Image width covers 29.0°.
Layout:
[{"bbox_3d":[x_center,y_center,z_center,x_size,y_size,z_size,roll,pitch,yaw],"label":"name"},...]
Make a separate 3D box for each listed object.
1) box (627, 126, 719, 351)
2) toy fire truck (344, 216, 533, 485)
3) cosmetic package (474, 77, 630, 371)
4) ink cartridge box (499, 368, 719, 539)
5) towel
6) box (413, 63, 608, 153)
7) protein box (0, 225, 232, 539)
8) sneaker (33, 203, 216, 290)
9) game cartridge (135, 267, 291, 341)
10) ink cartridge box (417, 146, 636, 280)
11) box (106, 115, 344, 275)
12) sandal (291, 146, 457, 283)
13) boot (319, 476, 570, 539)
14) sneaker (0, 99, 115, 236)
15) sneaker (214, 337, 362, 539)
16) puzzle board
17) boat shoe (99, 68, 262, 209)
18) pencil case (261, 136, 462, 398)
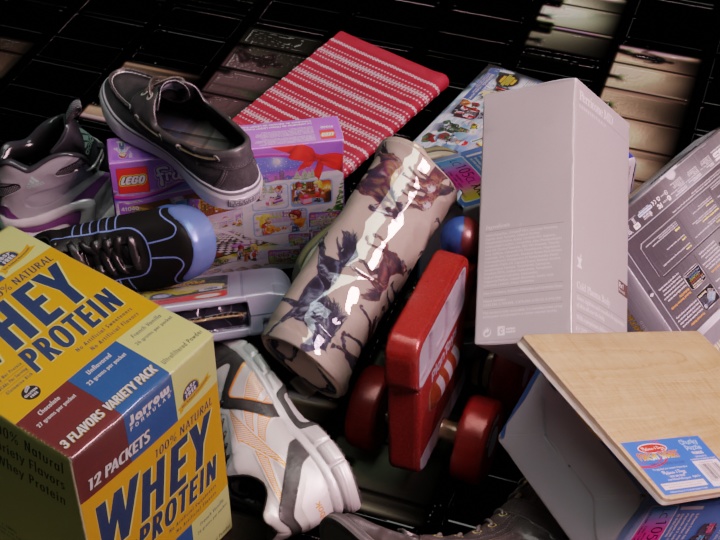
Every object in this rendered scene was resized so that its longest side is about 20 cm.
[{"bbox_3d":[0.285,-0.010,1.161,0.200,0.048,0.159,-37,93,-34],"label":"box"},{"bbox_3d":[0.067,0.052,1.063,0.112,0.168,0.200,16,44,17],"label":"toy fire truck"},{"bbox_3d":[0.146,-0.031,1.047,0.090,0.107,0.201,-4,75,34],"label":"cosmetic package"},{"bbox_3d":[0.217,0.139,0.989,0.200,0.076,0.137,8,33,-38],"label":"ink cartridge box"},{"bbox_3d":[-0.018,-0.171,1.427,0.144,0.023,0.200,27,50,24],"label":"towel"},{"bbox_3d":[0.138,-0.121,1.357,0.137,0.040,0.200,22,46,22],"label":"box"},{"bbox_3d":[-0.210,0.113,0.970,0.198,0.200,0.135,26,48,26],"label":"protein box"},{"bbox_3d":[-0.208,-0.009,1.143,0.200,0.070,0.078,-9,10,39],"label":"sneaker"},{"bbox_3d":[-0.153,0.034,1.138,0.199,0.041,0.133,-8,6,-5],"label":"game cartridge"},{"bbox_3d":[0.154,-0.047,1.200,0.199,0.137,0.076,-15,45,-18],"label":"ink cartridge box"},{"bbox_3d":[-0.113,-0.059,1.214,0.199,0.137,0.039,-6,42,-8],"label":"box"},{"bbox_3d":[0.024,-0.032,1.230,0.057,0.080,0.201,31,61,33],"label":"sandal"},{"bbox_3d":[0.091,0.194,0.992,0.200,0.069,0.174,28,43,23],"label":"boot"},{"bbox_3d":[-0.232,-0.097,1.251,0.199,0.140,0.078,-13,43,-14],"label":"sneaker"},{"bbox_3d":[-0.082,0.124,1.057,0.080,0.074,0.200,-29,45,-17],"label":"sneaker"},{"bbox_3d":[0.215,0.096,0.942,0.200,0.017,0.151,1,39,-41],"label":"puzzle board"},{"bbox_3d":[-0.150,-0.124,1.133,0.070,0.066,0.200,-25,48,-26],"label":"boat shoe"},{"bbox_3d":[0.000,0.000,1.066,0.078,0.089,0.200,25,73,20],"label":"pencil case"}]
